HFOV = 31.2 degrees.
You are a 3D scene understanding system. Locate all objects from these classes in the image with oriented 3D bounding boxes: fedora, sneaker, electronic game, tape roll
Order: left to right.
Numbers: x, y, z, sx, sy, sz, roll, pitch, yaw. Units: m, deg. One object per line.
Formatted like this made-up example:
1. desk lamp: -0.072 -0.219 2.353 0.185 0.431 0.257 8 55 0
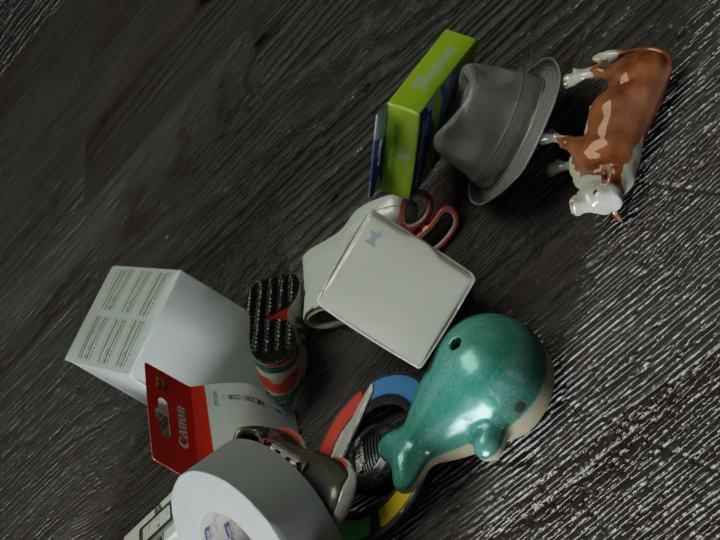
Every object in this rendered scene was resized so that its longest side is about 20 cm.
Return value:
1. tape roll: -0.105 0.276 1.316 0.066 0.203 0.199 -31 14 -37
2. sneaker: -0.100 0.087 1.595 0.069 0.095 0.201 -8 31 2
3. sneaker: -0.077 0.211 1.336 0.199 0.081 0.078 16 84 59
4. sneaker: 0.000 0.000 1.555 0.199 0.073 0.117 -38 40 41
5. electronic game: 0.015 0.200 1.375 0.199 0.041 0.202 -35 39 33
6. fedora: 0.137 -0.167 1.418 0.200 0.089 0.179 -136 71 -82

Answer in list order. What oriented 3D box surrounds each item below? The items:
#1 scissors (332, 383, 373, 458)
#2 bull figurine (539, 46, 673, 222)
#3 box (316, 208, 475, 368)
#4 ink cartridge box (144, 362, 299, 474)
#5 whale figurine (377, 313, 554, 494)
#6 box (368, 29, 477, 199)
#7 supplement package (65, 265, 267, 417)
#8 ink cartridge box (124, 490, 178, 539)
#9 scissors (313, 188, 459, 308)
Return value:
1. scissors: -0.035 0.214 1.372 0.073 0.014 0.203 3 74 60
2. bull figurine: 0.249 -0.140 1.319 0.120 0.065 0.202 17 73 44
3. box: 0.034 0.023 1.342 0.110 0.127 0.200 -58 -2 -2
4. ink cartridge box: -0.150 0.183 1.469 0.047 0.199 0.161 -45 33 21
5. whale figurine: 0.091 0.124 1.257 0.199 0.104 0.160 -39 34 7
6. box: 0.074 -0.176 1.491 0.047 0.123 0.201 20 44 16
7. supplement package: -0.237 0.103 1.669 0.199 0.190 0.149 4 64 54
8. ink cartridge box: -0.193 0.320 1.490 0.200 0.115 0.068 -44 32 22
9. scissors: 0.032 -0.008 1.506 0.200 0.073 0.014 -49 3 9
